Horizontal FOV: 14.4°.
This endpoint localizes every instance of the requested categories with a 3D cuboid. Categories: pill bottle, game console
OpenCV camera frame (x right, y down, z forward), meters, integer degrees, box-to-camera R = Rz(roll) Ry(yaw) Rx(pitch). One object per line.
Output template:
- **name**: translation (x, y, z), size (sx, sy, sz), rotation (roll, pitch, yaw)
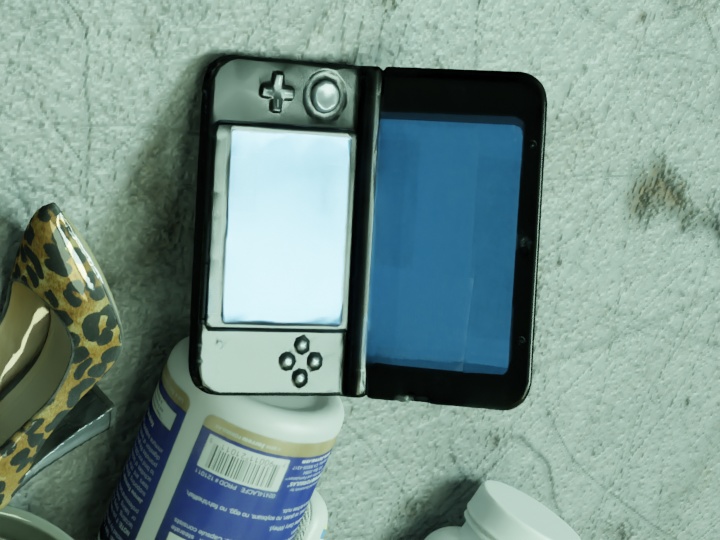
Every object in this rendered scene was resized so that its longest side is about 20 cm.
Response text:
- **pill bottle**: translation (0.066, 0.249, 1.952), size (0.109, 0.109, 0.200), rotation (23, 104, -43)
- **game console**: translation (0.003, -0.022, 1.668), size (0.175, 0.116, 0.201), rotation (2, 91, -35)
- **pill bottle**: translation (-0.097, 0.149, 1.763), size (0.115, 0.116, 0.201), rotation (8, 115, -39)

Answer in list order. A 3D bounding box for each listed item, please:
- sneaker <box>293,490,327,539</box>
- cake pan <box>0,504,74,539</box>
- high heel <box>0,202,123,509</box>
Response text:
- **sneaker**: translation (-0.067, 0.222, 1.874), size (0.105, 0.076, 0.200), rotation (12, 119, -53)
- **cake pan**: translation (-0.236, 0.239, 1.703), size (0.199, 0.037, 0.201), rotation (5, 76, -20)
- **high heel**: translation (-0.210, 0.060, 1.644), size (0.142, 0.071, 0.201), rotation (-32, 142, -27)
